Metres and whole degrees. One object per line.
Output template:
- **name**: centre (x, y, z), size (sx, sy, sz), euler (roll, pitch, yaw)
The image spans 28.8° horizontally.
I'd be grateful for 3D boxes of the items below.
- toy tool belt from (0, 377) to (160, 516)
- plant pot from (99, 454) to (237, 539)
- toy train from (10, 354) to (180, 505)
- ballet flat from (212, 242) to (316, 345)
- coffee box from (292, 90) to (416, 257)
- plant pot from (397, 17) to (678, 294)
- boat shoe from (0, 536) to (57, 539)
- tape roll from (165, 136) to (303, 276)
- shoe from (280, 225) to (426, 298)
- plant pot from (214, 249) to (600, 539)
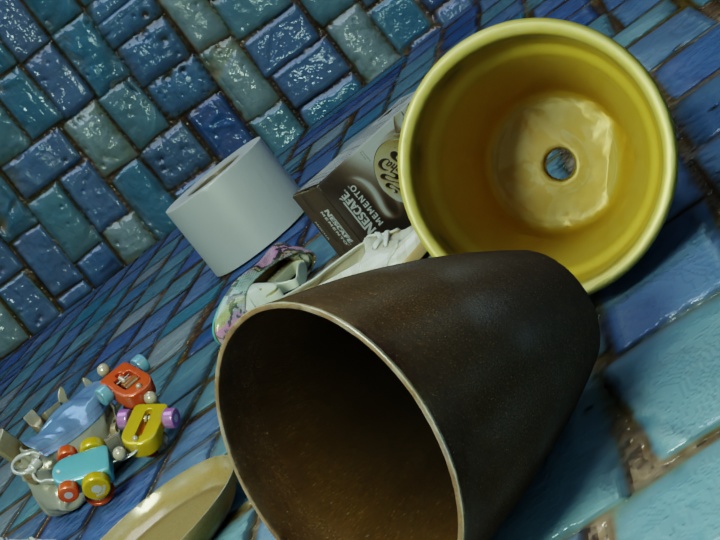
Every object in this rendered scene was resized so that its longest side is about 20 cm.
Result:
- **toy tool belt**: centre (-0.324, 0.180, 1.625), size (0.125, 0.123, 0.200), euler (-25, 17, 49)
- **plant pot**: centre (-0.179, 0.235, 1.202), size (0.200, 0.028, 0.200), euler (-36, 11, 8)
- **toy train**: centre (-0.278, 0.184, 1.543), size (0.150, 0.056, 0.200), euler (17, 49, 38)
- **ballet flat**: centre (-0.113, 0.024, 1.750), size (0.071, 0.069, 0.200), euler (-7, 27, 31)
- **coffee box**: centre (0.032, -0.112, 1.680), size (0.200, 0.113, 0.080), euler (-44, 13, -23)
- **plant pot**: centre (0.143, -0.083, 1.069), size (0.200, 0.201, 0.189), euler (-35, -4, 14)
- **boat shoe**: centre (-0.314, 0.289, 1.350), size (0.069, 0.071, 0.200), euler (-13, -2, -22)
- **tape roll**: centre (-0.201, -0.105, 2.315), size (0.202, 0.139, 0.203), euler (-37, 11, 8)
- **shoe**: centre (0.000, 0.000, 1.491), size (0.200, 0.053, 0.070), euler (-37, 12, 10)
- **plant pot**: centre (0.049, 0.068, 0.831), size (0.200, 0.188, 0.187), euler (-29, 2, -41)
